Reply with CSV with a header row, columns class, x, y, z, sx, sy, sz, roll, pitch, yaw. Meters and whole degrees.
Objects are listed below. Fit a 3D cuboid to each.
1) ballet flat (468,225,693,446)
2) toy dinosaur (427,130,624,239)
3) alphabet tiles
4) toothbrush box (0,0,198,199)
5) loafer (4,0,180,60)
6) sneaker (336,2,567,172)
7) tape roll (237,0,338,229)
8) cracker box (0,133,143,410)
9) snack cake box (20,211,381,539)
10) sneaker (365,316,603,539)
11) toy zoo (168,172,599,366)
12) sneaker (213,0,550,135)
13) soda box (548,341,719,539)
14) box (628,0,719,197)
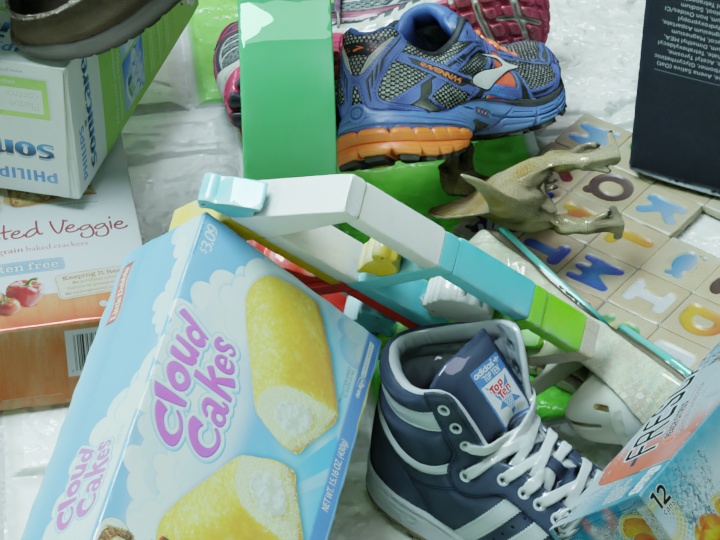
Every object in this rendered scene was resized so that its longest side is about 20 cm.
class,x,y,z,sx,sy,sz,roll,pitch,yaw
ballet flat,0.111,0.051,1.298,0.062,0.067,0.200,-47,49,-4
toy dinosaur,0.085,-0.037,1.366,0.100,0.059,0.200,-9,7,-3
alphabet tiles,0.135,-0.006,1.404,0.166,0.008,0.200,26,46,27
toothbrush box,-0.186,-0.136,1.413,0.144,0.087,0.201,9,40,14
loafer,-0.100,-0.174,1.272,0.199,0.071,0.073,-29,36,21
sneaker,0.051,-0.106,1.404,0.075,0.079,0.200,-5,9,29
tape roll,-0.037,-0.085,1.347,0.048,0.202,0.201,-3,40,-1
cracker box,-0.183,-0.014,1.375,0.133,0.058,0.201,-7,39,-9
snack cake box,-0.073,0.090,1.167,0.067,0.115,0.201,-25,38,43
sneaker,0.086,0.095,1.203,0.199,0.109,0.070,25,46,26
toy zoo,0.000,0.000,1.235,0.131,0.199,0.021,-9,59,48
sneaker,0.013,-0.134,1.502,0.198,0.081,0.075,-10,39,-12
soda box,0.171,0.080,1.177,0.069,0.063,0.200,54,48,-6
box,0.222,-0.158,1.429,0.104,0.201,0.148,15,37,17
